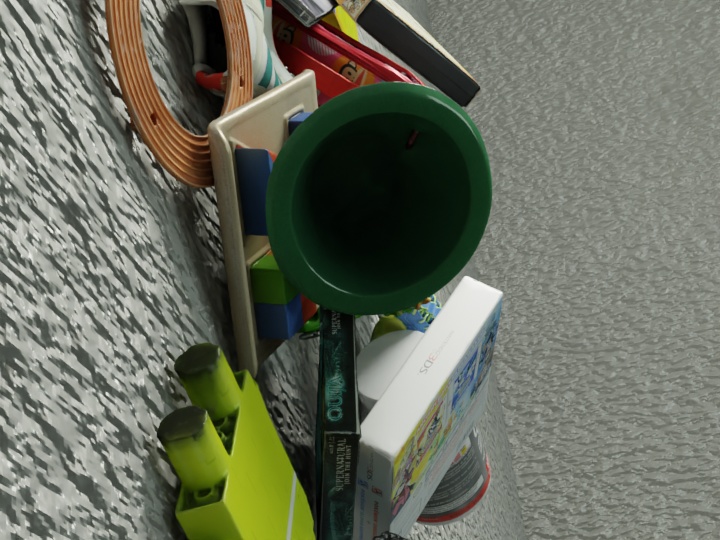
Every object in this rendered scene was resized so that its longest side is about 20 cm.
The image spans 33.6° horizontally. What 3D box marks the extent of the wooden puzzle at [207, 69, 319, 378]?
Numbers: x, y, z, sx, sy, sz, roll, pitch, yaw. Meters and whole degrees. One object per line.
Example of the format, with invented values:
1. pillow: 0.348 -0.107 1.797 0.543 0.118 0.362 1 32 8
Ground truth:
1. wooden puzzle: -0.050 -0.040 0.892 0.200 0.046 0.187 -52 139 -63

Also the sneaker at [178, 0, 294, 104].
1. sneaker: -0.097 -0.149 0.944 0.094 0.070 0.201 -58 142 -47

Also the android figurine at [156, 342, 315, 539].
1. android figurine: -0.070 0.149 0.733 0.183 0.041 0.201 -88 162 -56

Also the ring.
1. ring: -0.121 -0.155 0.799 0.200 0.019 0.203 -6 90 -70

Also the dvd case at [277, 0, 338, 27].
1. dvd case: -0.084 -0.272 1.031 0.148 0.016 0.200 42 14 -7

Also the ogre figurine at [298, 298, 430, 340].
1. ogre figurine: 0.000 0.000 1.097 0.200 0.119 0.099 -6 83 -80

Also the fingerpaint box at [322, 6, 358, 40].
1. fingerpaint box: -0.060 -0.326 1.309 0.167 0.073 0.202 59 21 -62

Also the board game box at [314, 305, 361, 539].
1. board game box: -0.019 0.129 0.908 0.201 0.028 0.136 94 -5 -45

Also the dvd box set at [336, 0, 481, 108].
1. dvd box set: 0.024 -0.237 1.127 0.146 0.029 0.200 32 16 -33

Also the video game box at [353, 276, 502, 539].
1. video game box: 0.057 0.135 1.052 0.200 0.046 0.183 -52 159 -35

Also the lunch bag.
1. lunch bag: -0.013 -0.163 1.067 0.199 0.082 0.176 36 8 29

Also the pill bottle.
1. pill bottle: 0.063 0.165 1.251 0.117 0.115 0.201 -92 166 -48

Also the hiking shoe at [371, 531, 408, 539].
1. hiking shoe: 0.010 0.271 0.922 0.101 0.075 0.200 -62 161 12

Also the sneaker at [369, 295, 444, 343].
1. sneaker: 0.067 0.040 1.250 0.201 0.104 0.076 96 8 -56

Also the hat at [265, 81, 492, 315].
1. hat: -0.005 -0.075 0.892 0.176 0.164 0.202 -121 -166 -56
